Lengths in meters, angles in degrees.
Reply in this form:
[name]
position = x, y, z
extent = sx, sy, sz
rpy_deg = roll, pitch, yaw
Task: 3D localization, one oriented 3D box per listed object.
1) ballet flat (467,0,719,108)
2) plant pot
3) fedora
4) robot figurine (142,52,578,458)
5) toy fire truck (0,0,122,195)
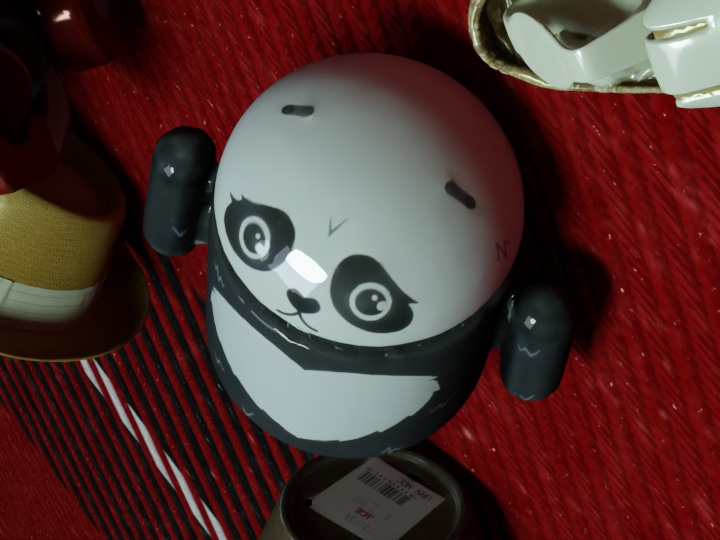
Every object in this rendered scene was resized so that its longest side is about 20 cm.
[ballet flat]
position = 0.098, -0.072, 0.661
extent = 0.200, 0.065, 0.071
rpy_deg = 8, 130, 62
[plant pot]
position = 0.005, 0.193, 1.142
extent = 0.187, 0.186, 0.201
rpy_deg = 36, 138, 39
[fedora]
position = -0.198, -0.036, 1.261
extent = 0.201, 0.200, 0.082
rpy_deg = 45, 121, 23
[robot figurine]
position = -0.002, 0.001, 0.897
extent = 0.200, 0.149, 0.125
rpy_deg = 101, 153, -63
[toy fire truck]
position = -0.192, -0.119, 1.035
extent = 0.168, 0.112, 0.201
rpy_deg = -83, -23, -53
